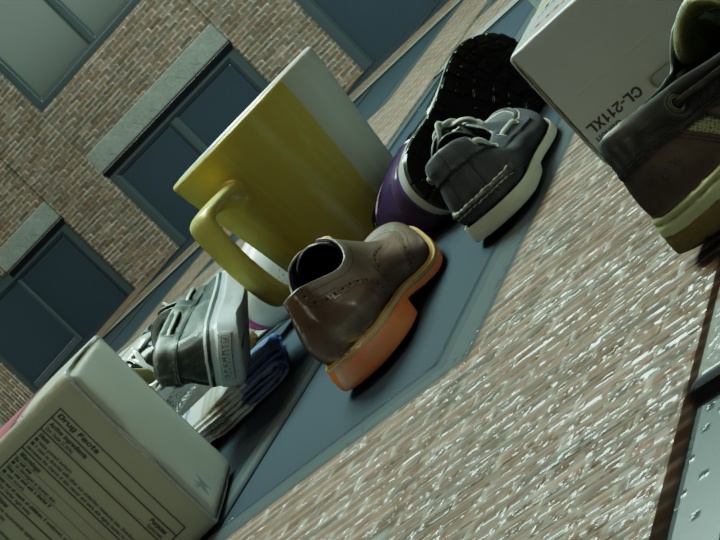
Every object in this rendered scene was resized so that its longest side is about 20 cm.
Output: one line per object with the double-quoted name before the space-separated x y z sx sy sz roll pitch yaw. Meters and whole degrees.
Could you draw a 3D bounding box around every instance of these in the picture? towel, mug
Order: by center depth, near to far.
"towel" -0.129 0.126 1.182 0.200 0.024 0.147 -44 6 -2
"mug" -0.049 -0.051 1.192 0.187 0.153 0.149 -49 9 -19

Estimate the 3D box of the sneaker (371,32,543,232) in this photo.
"sneaker" 0.064 -0.099 1.154 0.200 0.076 0.088 -52 5 -39

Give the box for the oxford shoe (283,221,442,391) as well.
"oxford shoe" 0.000 0.000 0.971 0.071 0.073 0.200 -43 8 18

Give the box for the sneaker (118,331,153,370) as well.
"sneaker" -0.200 0.097 1.394 0.200 0.072 0.073 -36 -27 -42

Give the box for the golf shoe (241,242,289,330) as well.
"golf shoe" -0.035 -0.032 1.319 0.200 0.075 0.091 -52 13 -30

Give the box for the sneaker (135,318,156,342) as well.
"sneaker" -0.214 0.119 1.538 0.200 0.079 0.096 -39 -7 10

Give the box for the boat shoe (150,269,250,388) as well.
"boat shoe" -0.116 0.040 1.127 0.071 0.072 0.200 -3 6 -2

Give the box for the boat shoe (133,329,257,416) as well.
"boat shoe" -0.175 0.109 1.324 0.200 0.069 0.071 -48 9 3

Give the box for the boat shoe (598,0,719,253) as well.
"boat shoe" 0.160 -0.091 0.641 0.201 0.066 0.072 -51 10 -36

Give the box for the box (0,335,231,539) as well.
"box" -0.195 0.160 0.970 0.200 0.128 0.109 -44 7 8

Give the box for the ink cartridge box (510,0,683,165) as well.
"ink cartridge box" 0.175 -0.164 0.864 0.146 0.083 0.200 -40 9 29

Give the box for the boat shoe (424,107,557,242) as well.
"boat shoe" 0.079 -0.080 1.005 0.073 0.063 0.200 -43 8 19

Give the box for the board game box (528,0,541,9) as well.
"board game box" 0.219 -0.251 1.152 0.148 0.064 0.200 -47 9 -10
